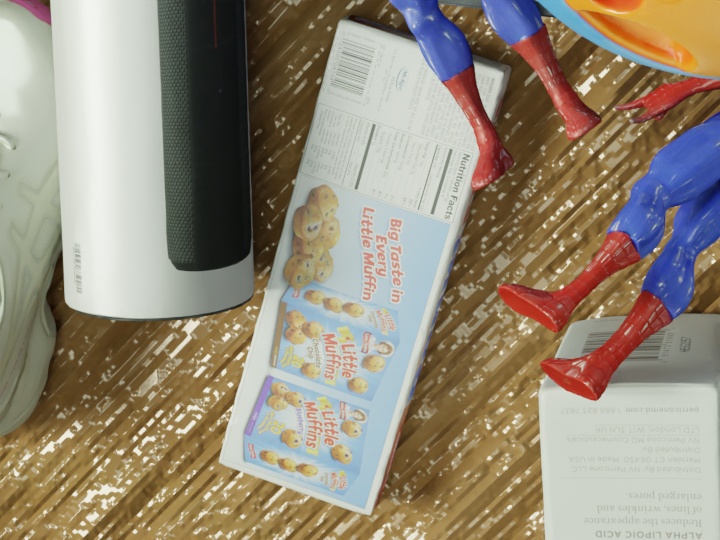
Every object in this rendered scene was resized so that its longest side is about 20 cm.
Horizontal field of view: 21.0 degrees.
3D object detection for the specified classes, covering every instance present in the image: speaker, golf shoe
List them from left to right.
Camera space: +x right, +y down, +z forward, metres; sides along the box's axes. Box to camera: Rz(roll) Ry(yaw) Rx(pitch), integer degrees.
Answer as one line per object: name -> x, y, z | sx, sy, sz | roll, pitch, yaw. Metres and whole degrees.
golf shoe -> -0.161, -0.015, 0.812 | 0.075, 0.092, 0.201 | 11, 104, 11
speaker -> -0.085, -0.086, 0.783 | 0.081, 0.081, 0.201 | 2, 103, 12

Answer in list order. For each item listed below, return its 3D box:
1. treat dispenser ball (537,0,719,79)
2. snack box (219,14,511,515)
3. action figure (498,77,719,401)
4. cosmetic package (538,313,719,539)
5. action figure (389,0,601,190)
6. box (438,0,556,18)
treat dispenser ball -> 0.122, -0.160, 0.608 | 0.200, 0.201, 0.202 | 3, 104, 12
snack box -> 0.000, 0.000, 0.813 | 0.072, 0.024, 0.201 | 18, 106, 7
action figure -> 0.134, -0.041, 0.723 | 0.200, 0.052, 0.066 | -42, 121, -14
cosmetic package -> 0.116, 0.127, 0.779 | 0.074, 0.102, 0.201 | -2, 104, 15
action figure -> 0.014, -0.125, 0.696 | 0.065, 0.099, 0.201 | -27, 95, 17
box -> 0.060, -0.180, 0.745 | 0.199, 0.049, 0.162 | 8, 103, 10
